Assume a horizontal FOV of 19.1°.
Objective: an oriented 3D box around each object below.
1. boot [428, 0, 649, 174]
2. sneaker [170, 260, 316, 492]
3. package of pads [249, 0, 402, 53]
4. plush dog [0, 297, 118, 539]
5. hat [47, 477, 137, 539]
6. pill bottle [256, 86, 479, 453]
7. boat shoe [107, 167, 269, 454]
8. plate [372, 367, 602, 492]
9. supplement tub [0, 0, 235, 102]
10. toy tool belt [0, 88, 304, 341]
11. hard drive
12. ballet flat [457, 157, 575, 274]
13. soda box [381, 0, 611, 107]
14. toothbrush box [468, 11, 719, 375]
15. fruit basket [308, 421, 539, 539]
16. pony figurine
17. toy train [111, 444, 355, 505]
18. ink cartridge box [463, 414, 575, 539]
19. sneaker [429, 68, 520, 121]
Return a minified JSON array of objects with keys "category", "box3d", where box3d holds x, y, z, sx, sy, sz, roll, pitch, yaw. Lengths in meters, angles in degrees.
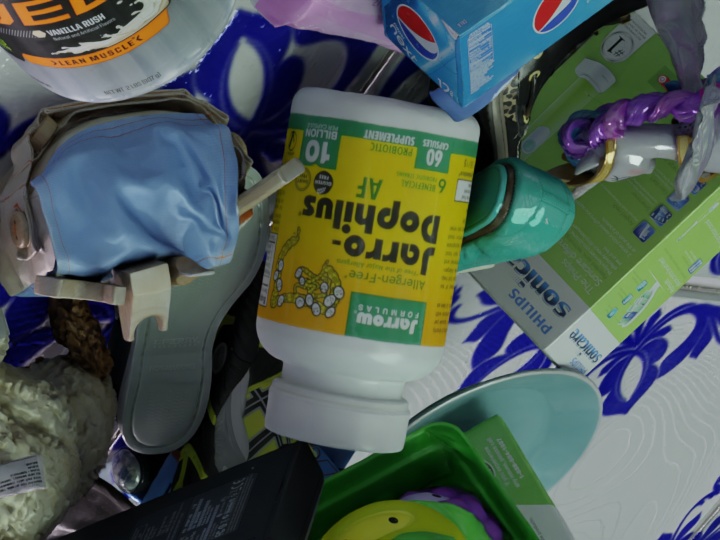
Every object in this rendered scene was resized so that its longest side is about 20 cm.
[{"category":"boot","box3d":[0.117,-0.143,1.326,0.150,0.073,0.200,-31,141,-18]},{"category":"sneaker","box3d":[-0.068,0.094,1.328,0.076,0.200,0.075,15,167,-28]},{"category":"package of pads","box3d":[0.029,-0.211,1.122,0.120,0.076,0.200,1,130,-55]},{"category":"plush dog","box3d":[-0.199,0.105,1.229,0.200,0.160,0.172,-58,170,27]},{"category":"hat","box3d":[-0.174,0.219,1.355,0.201,0.201,0.081,-53,154,20]},{"category":"pill bottle","box3d":[0.000,0.000,1.250,0.113,0.113,0.200,7,94,-54]},{"category":"boat shoe","box3d":[-0.111,0.013,1.274,0.076,0.060,0.200,8,118,-31]},{"category":"plate","box3d":[0.070,0.125,1.438,0.200,0.026,0.200,-21,147,-14]},{"category":"supplement tub","box3d":[-0.139,-0.167,0.929,0.123,0.123,0.200,-41,151,-1]},{"category":"toy tool belt","box3d":[-0.136,-0.025,1.110,0.200,0.123,0.125,-22,103,-36]},{"category":"hard drive","box3d":[-0.123,0.168,1.203,0.200,0.033,0.140,-23,-165,14]},{"category":"ballet flat","box3d":[0.068,-0.024,1.329,0.070,0.200,0.067,19,75,-23]},{"category":"soda box","box3d":[0.106,-0.176,1.118,0.200,0.068,0.064,-36,152,-17]},{"category":"toothbrush box","box3d":[0.160,-0.050,1.427,0.200,0.146,0.086,-43,152,1]},{"category":"fruit basket","box3d":[0.006,0.176,1.219,0.215,0.156,0.216,-25,147,-18]},{"category":"pony figurine","box3d":[0.218,-0.097,1.268,0.200,0.167,0.193,1,149,-4]},{"category":"toy train","box3d":[-0.075,0.142,1.436,0.200,0.114,0.087,-2,133,-49]},{"category":"ink cartridge box","box3d":[0.044,0.211,1.374,0.200,0.146,0.084,-30,149,0]},{"category":"sneaker","box3d":[0.084,-0.182,1.195,0.200,0.078,0.070,-57,-164,-7]}]
